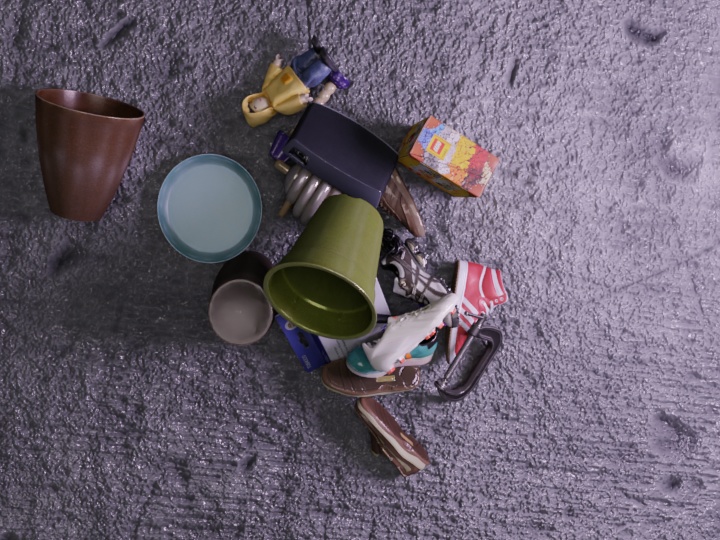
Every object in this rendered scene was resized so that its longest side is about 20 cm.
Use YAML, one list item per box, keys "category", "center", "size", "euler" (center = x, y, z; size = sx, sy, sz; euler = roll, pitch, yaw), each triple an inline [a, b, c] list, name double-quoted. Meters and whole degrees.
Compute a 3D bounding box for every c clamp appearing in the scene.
- category: "c clamp"
  center: [0.202, 0.167, 1.507]
  size: [0.169, 0.027, 0.203]
  euler: [9, 113, -46]

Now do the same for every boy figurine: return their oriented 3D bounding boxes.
- category: "boy figurine"
  center: [-0.139, -0.346, 1.451]
  size: [0.198, 0.064, 0.126]
  euler: [-34, 67, 9]

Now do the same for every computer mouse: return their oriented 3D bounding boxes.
- category: "computer mouse"
  center: [0.000, 0.000, 1.491]
  size: [0.201, 0.138, 0.052]
  euler: [-52, 136, 6]

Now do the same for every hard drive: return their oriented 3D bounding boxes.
- category: "hard drive"
  center: [-0.029, -0.214, 1.411]
  size: [0.197, 0.042, 0.137]
  euler: [30, 58, -7]

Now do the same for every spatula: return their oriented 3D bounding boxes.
- category: "spatula"
  center: [0.086, 0.087, 1.466]
  size: [0.197, 0.057, 0.021]
  euler: [-2, 129, -36]

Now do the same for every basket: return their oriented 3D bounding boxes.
- category: "basket"
  center: [-0.212, 0.061, 1.419]
  size: [0.133, 0.200, 0.185]
  euler: [12, 93, -7]

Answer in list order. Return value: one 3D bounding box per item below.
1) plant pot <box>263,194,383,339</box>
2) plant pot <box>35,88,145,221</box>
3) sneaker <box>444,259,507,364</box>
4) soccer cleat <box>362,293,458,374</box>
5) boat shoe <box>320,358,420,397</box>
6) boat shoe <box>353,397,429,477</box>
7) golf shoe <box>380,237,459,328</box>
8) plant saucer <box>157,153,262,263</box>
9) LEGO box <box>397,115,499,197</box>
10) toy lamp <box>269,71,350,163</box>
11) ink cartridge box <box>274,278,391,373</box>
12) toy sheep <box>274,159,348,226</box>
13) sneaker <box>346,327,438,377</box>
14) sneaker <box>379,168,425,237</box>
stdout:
- category: "plant pot"
  center: [-0.042, -0.020, 1.328]
  size: [0.197, 0.201, 0.193]
  euler: [25, 54, -7]
- category: "plant pot"
  center: [-0.492, -0.198, 1.395]
  size: [0.183, 0.187, 0.204]
  euler: [12, 108, -7]
- category: "sneaker"
  center: [0.227, 0.088, 1.532]
  size: [0.110, 0.071, 0.205]
  euler: [8, 92, -3]
- category: "soccer cleat"
  center: [0.090, 0.100, 1.402]
  size: [0.199, 0.069, 0.078]
  euler: [-42, 83, 1]
- category: "boat shoe"
  center: [0.015, 0.214, 1.515]
  size: [0.195, 0.076, 0.073]
  euler: [6, 71, -14]
- category: "boat shoe"
  center: [0.047, 0.333, 1.526]
  size: [0.075, 0.075, 0.203]
  euler: [-39, 107, 14]
- category: "golf shoe"
  center: [0.112, 0.038, 1.484]
  size: [0.093, 0.078, 0.202]
  euler: [-28, 64, -12]
- category: "plant saucer"
  center: [-0.285, -0.117, 1.484]
  size: [0.195, 0.027, 0.205]
  euler: [-1, 95, -6]
- category: "LEGO box"
  center: [0.152, -0.204, 1.435]
  size: [0.147, 0.200, 0.078]
  euler: [30, 92, -8]
- category: "toy lamp"
  center: [-0.100, -0.289, 1.475]
  size: [0.058, 0.058, 0.201]
  euler: [37, 88, -8]
- category: "ink cartridge box"
  center: [-0.037, 0.109, 1.464]
  size: [0.197, 0.044, 0.198]
  euler: [-29, 138, -4]
- category: "toy sheep"
  center: [-0.080, -0.138, 1.455]
  size: [0.198, 0.138, 0.139]
  euler: [33, 91, -7]
- category: "sneaker"
  center: [0.063, 0.141, 1.475]
  size: [0.197, 0.072, 0.081]
  euler: [-10, 134, -33]
- category: "sneaker"
  center: [0.055, -0.145, 1.503]
  size: [0.074, 0.070, 0.203]
  euler: [-27, 90, 8]
